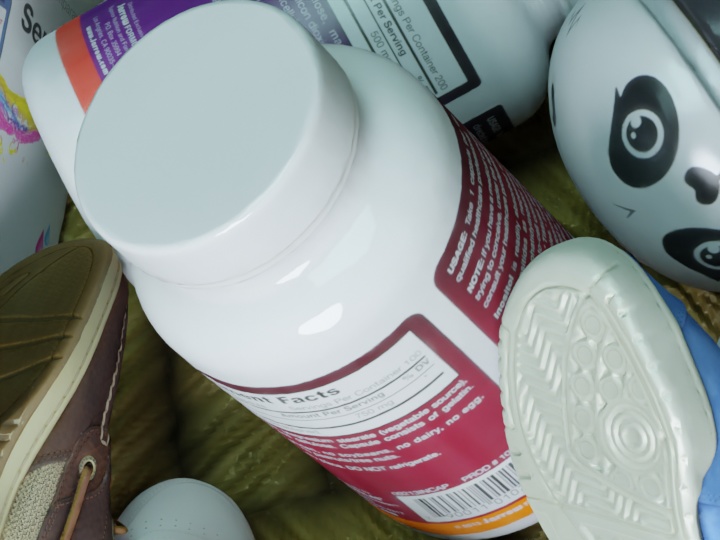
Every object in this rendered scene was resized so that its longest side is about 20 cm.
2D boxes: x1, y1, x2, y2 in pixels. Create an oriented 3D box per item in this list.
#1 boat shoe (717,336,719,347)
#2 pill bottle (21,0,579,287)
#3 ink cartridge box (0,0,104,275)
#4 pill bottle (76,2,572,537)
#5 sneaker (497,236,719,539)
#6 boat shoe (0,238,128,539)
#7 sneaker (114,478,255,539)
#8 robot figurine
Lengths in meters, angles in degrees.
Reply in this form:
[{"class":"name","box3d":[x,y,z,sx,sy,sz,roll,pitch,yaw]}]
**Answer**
[{"class":"boat shoe","box3d":[0.197,-0.010,0.896,0.200,0.074,0.067,-46,43,14]},{"class":"pill bottle","box3d":[-0.012,-0.077,1.014,0.200,0.112,0.112,-29,62,4]},{"class":"ink cartridge box","box3d":[-0.169,-0.060,1.039,0.087,0.145,0.200,1,68,18]},{"class":"pill bottle","box3d":[0.000,0.000,0.909,0.113,0.200,0.113,-16,56,25]},{"class":"sneaker","box3d":[0.122,0.070,0.884,0.077,0.111,0.200,-24,94,47]},{"class":"boat shoe","box3d":[-0.116,0.080,0.937,0.072,0.072,0.200,-11,45,31]},{"class":"sneaker","box3d":[-0.059,0.130,0.919,0.076,0.081,0.200,19,37,-8]},{"class":"robot figurine","box3d":[0.159,-0.078,0.950,0.200,0.125,0.150,-33,62,2]}]
